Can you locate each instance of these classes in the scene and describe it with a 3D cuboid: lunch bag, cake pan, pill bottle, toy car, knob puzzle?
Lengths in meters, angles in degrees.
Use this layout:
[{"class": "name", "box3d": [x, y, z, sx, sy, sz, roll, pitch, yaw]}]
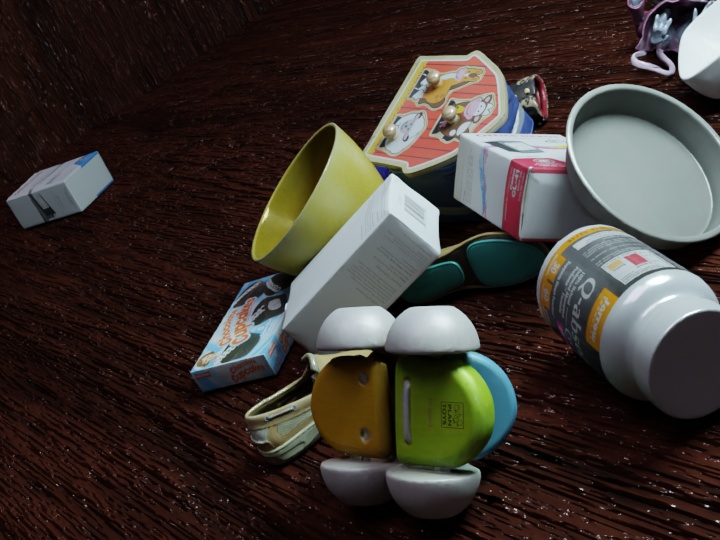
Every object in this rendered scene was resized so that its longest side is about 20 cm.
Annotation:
[{"class": "lunch bag", "box3d": [0.141, -0.169, 1.378, 0.134, 0.132, 0.202, 4, 59, 42]}, {"class": "cake pan", "box3d": [0.299, -0.106, 1.078, 0.200, 0.199, 0.037, -45, -10, -34]}, {"class": "pill bottle", "box3d": [0.242, 0.042, 0.903, 0.115, 0.118, 0.200, -29, 24, -4]}, {"class": "toy car", "box3d": [0.055, 0.121, 0.937, 0.198, 0.179, 0.148, -3, -2, 44]}, {"class": "knob puzzle", "box3d": [0.103, -0.206, 1.315, 0.217, 0.030, 0.223, -23, 45, 24]}]

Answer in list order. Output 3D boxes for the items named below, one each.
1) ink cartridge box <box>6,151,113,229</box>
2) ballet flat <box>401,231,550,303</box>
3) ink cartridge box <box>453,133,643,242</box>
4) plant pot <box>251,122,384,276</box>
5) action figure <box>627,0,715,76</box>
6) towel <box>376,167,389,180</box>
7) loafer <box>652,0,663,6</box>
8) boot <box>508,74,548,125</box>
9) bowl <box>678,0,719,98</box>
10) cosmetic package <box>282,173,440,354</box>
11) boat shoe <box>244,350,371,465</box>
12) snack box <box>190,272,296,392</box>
[{"class": "ink cartridge box", "box3d": [-0.694, -0.185, 2.389, 0.197, 0.085, 0.145, -12, 28, 30]}, {"class": "ballet flat", "box3d": [0.130, -0.014, 1.192, 0.197, 0.070, 0.063, -13, 23, 30]}, {"class": "ink cartridge box", "box3d": [0.208, -0.098, 1.182, 0.145, 0.087, 0.200, -1, 20, -17]}, {"class": "plant pot", "box3d": [-0.031, -0.065, 1.337, 0.201, 0.141, 0.201, -49, 21, 26]}, {"class": "action figure", "box3d": [0.450, -0.352, 1.513, 0.200, 0.132, 0.151, -107, 37, -78]}, {"class": "towel", "box3d": [-0.012, -0.102, 1.550, 0.146, 0.050, 0.201, -32, 24, 10]}, {"class": "loafer", "box3d": [0.526, -0.439, 1.615, 0.070, 0.074, 0.200, 13, 8, -18]}, {"class": "boot", "box3d": [0.195, -0.219, 1.522, 0.148, 0.074, 0.201, -17, 21, 25]}, {"class": "bowl", "box3d": [0.501, -0.306, 1.301, 0.200, 0.074, 0.201, -41, 14, 34]}, {"class": "cosmetic package", "box3d": [0.000, 0.000, 1.203, 0.200, 0.081, 0.113, -47, 17, 25]}, {"class": "boat shoe", "box3d": [-0.035, 0.118, 1.099, 0.199, 0.077, 0.071, -38, 26, -21]}, {"class": "snack box", "box3d": [-0.131, 0.072, 1.341, 0.114, 0.037, 0.201, -16, 27, 26]}]
